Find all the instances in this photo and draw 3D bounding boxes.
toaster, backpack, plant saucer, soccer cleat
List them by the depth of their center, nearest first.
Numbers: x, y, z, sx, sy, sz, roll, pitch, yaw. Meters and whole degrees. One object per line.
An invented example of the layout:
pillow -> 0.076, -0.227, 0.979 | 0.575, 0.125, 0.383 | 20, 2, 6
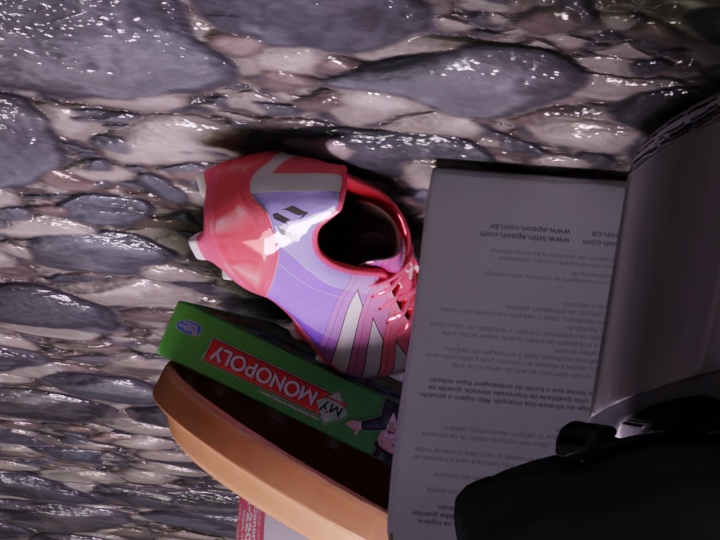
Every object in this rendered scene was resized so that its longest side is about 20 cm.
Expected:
backpack -> 0.150, 0.123, 0.980 | 0.162, 0.155, 0.200 | -8, 176, 29
toaster -> 0.158, 0.008, 1.029 | 0.113, 0.130, 0.200 | 13, 164, -18
soccer cleat -> 0.000, 0.000, 1.219 | 0.076, 0.067, 0.200 | -4, 159, 27
plant saucer -> -0.009, 0.103, 1.294 | 0.200, 0.032, 0.200 | 30, -177, -2

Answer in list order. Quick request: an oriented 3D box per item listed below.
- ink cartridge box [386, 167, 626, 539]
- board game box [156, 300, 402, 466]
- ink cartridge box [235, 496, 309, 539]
ink cartridge box -> 0.114, 0.064, 1.127 | 0.198, 0.201, 0.041 | 5, 166, 13
board game box -> -0.011, 0.059, 1.358 | 0.134, 0.029, 0.200 | 24, -179, 11
ink cartridge box -> 0.033, 0.143, 1.706 | 0.145, 0.085, 0.200 | 15, 162, -26
